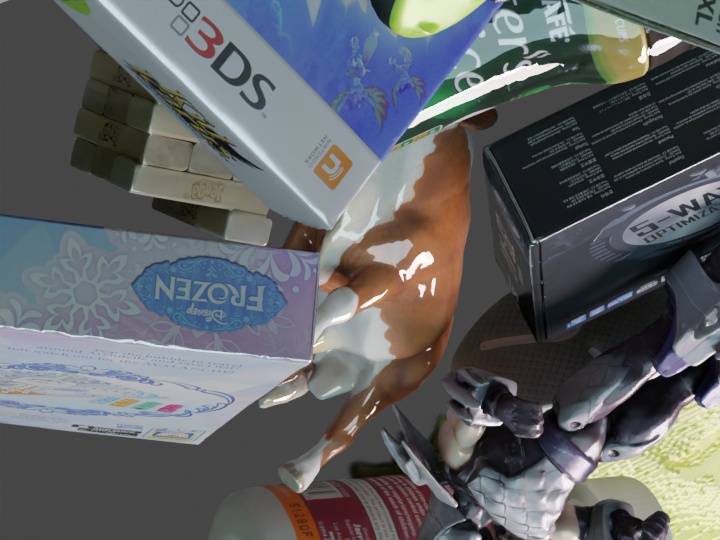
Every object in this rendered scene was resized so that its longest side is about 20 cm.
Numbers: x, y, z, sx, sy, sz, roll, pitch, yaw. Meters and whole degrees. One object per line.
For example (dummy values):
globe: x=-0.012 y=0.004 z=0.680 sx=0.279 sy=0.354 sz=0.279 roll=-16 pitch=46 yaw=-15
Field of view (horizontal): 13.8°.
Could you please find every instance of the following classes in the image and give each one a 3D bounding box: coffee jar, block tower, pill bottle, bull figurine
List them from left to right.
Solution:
block tower: x=-0.041 y=-0.113 z=0.971 sx=0.058 sy=0.054 sz=0.201 roll=9 pitch=98 yaw=-32
bull figurine: x=0.000 y=0.000 z=1.172 sx=0.121 sy=0.065 sz=0.200 roll=-41 pitch=153 yaw=-23
coffee jar: x=0.027 y=-0.098 z=1.060 sx=0.199 sy=0.085 sz=0.105 roll=-20 pitch=99 yaw=-4
pill bottle: x=0.037 y=0.146 z=1.346 sx=0.199 sy=0.110 sz=0.110 roll=-3 pitch=138 yaw=-22

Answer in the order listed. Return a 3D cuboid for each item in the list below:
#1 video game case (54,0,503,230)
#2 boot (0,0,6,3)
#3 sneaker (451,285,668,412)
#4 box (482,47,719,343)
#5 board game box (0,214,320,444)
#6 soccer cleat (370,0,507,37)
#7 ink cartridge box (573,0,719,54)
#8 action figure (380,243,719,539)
video game case: x=-0.015 y=-0.146 z=0.918 sx=0.181 sy=0.045 sz=0.200 roll=44 pitch=78 yaw=-33
boot: x=-0.168 y=-0.141 z=0.947 sx=0.199 sy=0.072 sz=0.155 roll=-20 pitch=144 yaw=-3
sneaker: x=0.138 y=0.032 z=1.294 sx=0.200 sy=0.071 sz=0.080 roll=-19 pitch=144 yaw=-6
box: x=0.147 y=-0.050 z=1.169 sx=0.199 sy=0.044 sz=0.160 roll=-26 pitch=165 yaw=-3
board game box: x=-0.133 y=0.019 z=1.055 sx=0.199 sy=0.044 sz=0.199 roll=7 pitch=168 yaw=-13
soccer cleat: x=0.047 y=-0.166 z=0.889 sx=0.067 sy=0.081 sz=0.200 roll=-1 pitch=124 yaw=-53
ink cartridge box: x=0.160 y=-0.160 z=0.971 sx=0.200 sy=0.083 sz=0.146 roll=-18 pitch=124 yaw=-51
action figure: x=0.095 y=0.062 z=1.206 sx=0.200 sy=0.069 sz=0.130 roll=-39 pitch=134 yaw=11
